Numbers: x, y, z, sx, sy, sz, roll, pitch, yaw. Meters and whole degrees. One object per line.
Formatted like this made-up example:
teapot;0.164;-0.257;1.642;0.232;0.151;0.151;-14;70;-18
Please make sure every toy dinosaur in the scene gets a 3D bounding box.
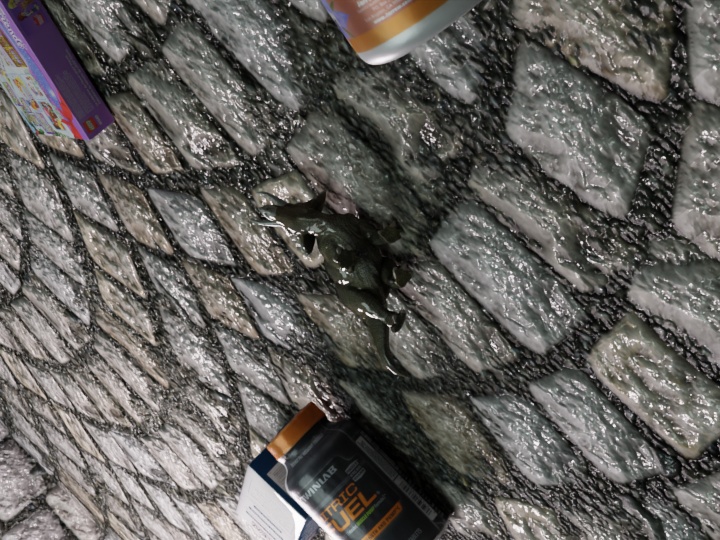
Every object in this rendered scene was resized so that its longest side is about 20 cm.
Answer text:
toy dinosaur;0.000;0.000;1.251;0.200;0.077;0.102;52;167;-23

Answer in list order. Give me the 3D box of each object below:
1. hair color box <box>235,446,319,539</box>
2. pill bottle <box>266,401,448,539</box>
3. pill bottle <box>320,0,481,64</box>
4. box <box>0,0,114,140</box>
hair color box;-0.096;0.290;1.830;0.100;0.060;0.200;42;155;11
pill bottle;-0.009;0.234;1.552;0.200;0.106;0.106;45;156;4
pill bottle;-0.007;-0.231;0.845;0.201;0.112;0.112;54;155;-14
box;-0.345;-0.227;1.483;0.136;0.039;0.201;12;138;52
